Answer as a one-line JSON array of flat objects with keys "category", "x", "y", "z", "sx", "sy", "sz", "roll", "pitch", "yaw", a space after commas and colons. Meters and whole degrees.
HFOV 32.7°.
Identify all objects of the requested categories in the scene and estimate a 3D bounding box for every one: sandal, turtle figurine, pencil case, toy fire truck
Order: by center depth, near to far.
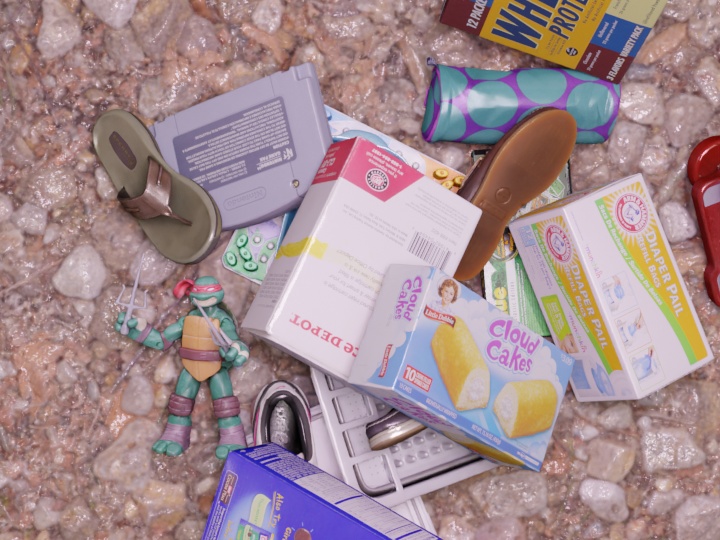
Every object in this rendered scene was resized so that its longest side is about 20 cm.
[{"category": "turtle figurine", "x": -0.159, "y": 0.081, "z": 1.217, "sx": 0.149, "sy": 0.100, "sz": 0.201, "roll": 3, "pitch": 99, "yaw": 33}, {"category": "sandal", "x": -0.215, "y": -0.081, "z": 1.224, "sx": 0.201, "sy": 0.057, "sz": 0.080, "roll": 47, "pitch": 108, "yaw": 21}, {"category": "pencil case", "x": 0.164, "y": -0.173, "z": 1.269, "sx": 0.199, "sy": 0.093, "sz": 0.086, "roll": 0, "pitch": 123, "yaw": -4}, {"category": "toy fire truck", "x": 0.441, "y": -0.065, "z": 1.276, "sx": 0.199, "sy": 0.112, "sz": 0.169, "roll": -20, "pitch": 110, "yaw": -4}]

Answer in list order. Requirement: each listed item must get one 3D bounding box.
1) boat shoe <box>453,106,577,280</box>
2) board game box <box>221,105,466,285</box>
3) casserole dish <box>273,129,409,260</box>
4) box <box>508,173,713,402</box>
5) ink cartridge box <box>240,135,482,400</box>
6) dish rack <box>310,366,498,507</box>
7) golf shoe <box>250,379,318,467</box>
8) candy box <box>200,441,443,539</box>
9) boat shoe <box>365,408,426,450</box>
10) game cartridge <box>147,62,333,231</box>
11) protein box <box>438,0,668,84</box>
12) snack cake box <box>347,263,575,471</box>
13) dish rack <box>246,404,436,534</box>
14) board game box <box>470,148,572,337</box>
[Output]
[{"category": "boat shoe", "x": 0.134, "y": -0.084, "z": 1.230, "sx": 0.070, "sy": 0.070, "sz": 0.200, "roll": 38, "pitch": 94, "yaw": -26}, {"category": "board game box", "x": -0.015, "y": -0.053, "z": 1.277, "sx": 0.199, "sy": 0.026, "sz": 0.201, "roll": 26, "pitch": 84, "yaw": -1}, {"category": "casserole dish", "x": -0.018, "y": -0.041, "z": 1.244, "sx": 0.120, "sy": 0.039, "sz": 0.201, "roll": 14, "pitch": 84, "yaw": -2}, {"category": "box", "x": 0.247, "y": 0.019, "z": 1.223, "sx": 0.101, "sy": 0.112, "sz": 0.201, "roll": -23, "pitch": 92, "yaw": -24}, {"category": "ink cartridge box", "x": 0.000, "y": 0.000, "z": 1.137, "sx": 0.145, "sy": 0.083, "sz": 0.201, "roll": 30, "pitch": 79, "yaw": -20}, {"category": "dish rack", "x": 0.052, "y": 0.134, "z": 1.230, "sx": 0.199, "sy": 0.044, "sz": 0.173, "roll": -15, "pitch": 83, "yaw": -23}, {"category": "golf shoe", "x": -0.073, "y": 0.206, "z": 1.177, "sx": 0.072, "sy": 0.092, "sz": 0.201, "roll": -8, "pitch": 86, "yaw": -4}, {"category": "candy box", "x": -0.044, "y": 0.271, "z": 1.083, "sx": 0.199, "sy": 0.077, "sz": 0.170, "roll": 26, "pitch": 104, "yaw": 27}, {"category": "boat shoe", "x": 0.076, "y": 0.105, "z": 1.179, "sx": 0.199, "sy": 0.072, "sz": 0.065, "roll": -29, "pitch": 84, "yaw": -28}, {"category": "game cartridge", "x": -0.118, "y": -0.112, "z": 1.228, "sx": 0.199, "sy": 0.041, "sz": 0.134, "roll": -17, "pitch": 85, "yaw": 25}, {"category": "protein box", "x": 0.206, "y": -0.330, "z": 1.226, "sx": 0.197, "sy": 0.135, "sz": 0.201, "roll": 19, "pitch": 59, "yaw": -1}, {"category": "snack cake box", "x": 0.094, "y": 0.089, "z": 1.100, "sx": 0.200, "sy": 0.067, "sz": 0.116, "roll": 31, "pitch": 73, "yaw": -34}, {"category": "dish rack", "x": -0.025, "y": 0.238, "z": 1.243, "sx": 0.171, "sy": 0.044, "sz": 0.201, "roll": -22, "pitch": 86, "yaw": -4}, {"category": "board game box", "x": 0.175, "y": -0.029, "z": 1.288, "sx": 0.104, "sy": 0.023, "sz": 0.201, "roll": -3, "pitch": 85, "yaw": -5}]
